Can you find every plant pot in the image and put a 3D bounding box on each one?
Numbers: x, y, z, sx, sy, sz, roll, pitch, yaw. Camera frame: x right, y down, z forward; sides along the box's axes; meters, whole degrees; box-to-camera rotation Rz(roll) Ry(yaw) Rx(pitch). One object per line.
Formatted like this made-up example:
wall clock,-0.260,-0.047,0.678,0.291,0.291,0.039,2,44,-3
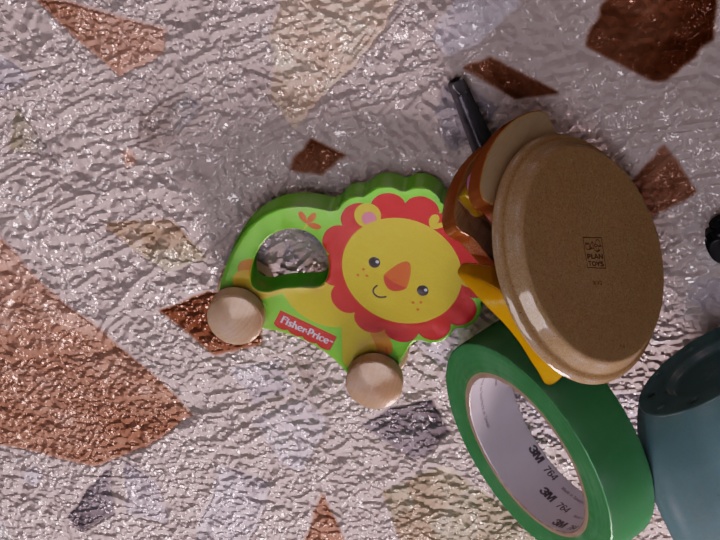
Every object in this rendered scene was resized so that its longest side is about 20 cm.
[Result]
plant pot,0.305,0.134,1.418,0.200,0.201,0.161,-28,105,27

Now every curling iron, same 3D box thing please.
curling iron,0.105,-0.055,1.415,0.025,0.050,0.201,3,120,40

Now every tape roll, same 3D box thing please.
tape roll,0.147,0.134,1.458,0.200,0.048,0.201,47,155,30

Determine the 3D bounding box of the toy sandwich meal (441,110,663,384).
toy sandwich meal,0.143,-0.010,1.363,0.070,0.206,0.205,-15,122,45

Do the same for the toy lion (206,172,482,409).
toy lion,0.000,0.000,1.471,0.199,0.069,0.192,24,119,-5

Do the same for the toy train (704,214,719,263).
toy train,0.349,-0.046,1.366,0.199,0.046,0.034,-19,119,23
